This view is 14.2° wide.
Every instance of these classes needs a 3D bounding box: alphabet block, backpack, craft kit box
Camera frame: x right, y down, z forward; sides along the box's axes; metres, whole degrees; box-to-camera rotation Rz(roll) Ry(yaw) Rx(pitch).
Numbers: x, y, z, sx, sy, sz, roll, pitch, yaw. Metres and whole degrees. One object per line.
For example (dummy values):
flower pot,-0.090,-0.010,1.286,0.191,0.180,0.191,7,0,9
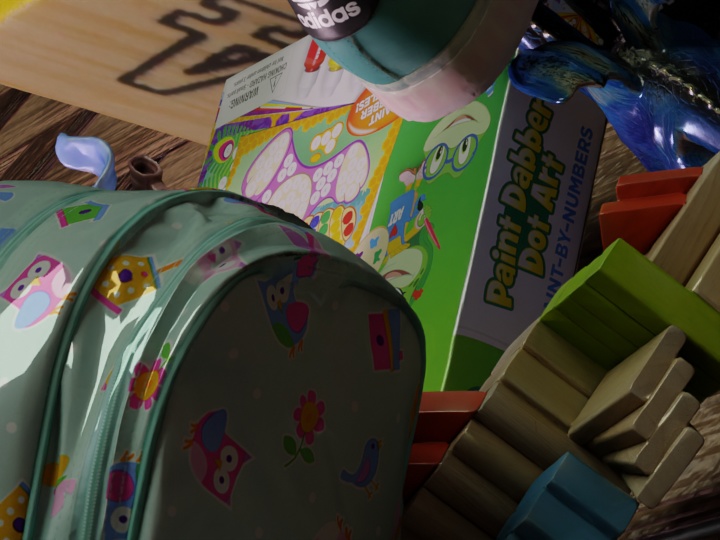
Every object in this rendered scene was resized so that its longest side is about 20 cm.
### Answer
alphabet block,-0.055,-0.178,1.300,0.196,0.200,0.196,-26,54,50
backpack,-0.063,0.078,0.718,0.126,0.167,0.200,7,85,27
craft kit box,0.000,0.000,0.964,0.200,0.048,0.198,-23,49,52

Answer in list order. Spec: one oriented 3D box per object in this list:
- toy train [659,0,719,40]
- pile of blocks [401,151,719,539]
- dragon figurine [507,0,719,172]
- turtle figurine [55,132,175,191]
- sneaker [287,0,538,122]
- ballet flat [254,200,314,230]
toy train,0.161,-0.132,0.965,0.200,0.087,0.114,-31,6,27
pile of blocks,0.043,0.044,0.749,0.200,0.062,0.082,-54,3,0
dragon figurine,0.081,-0.058,0.815,0.059,0.099,0.200,-50,14,1
turtle figurine,-0.145,0.051,1.082,0.194,0.144,0.200,95,-171,-75
sneaker,0.024,-0.146,0.834,0.071,0.080,0.200,-11,53,38
ballet flat,-0.034,0.067,0.858,0.066,0.057,0.200,-43,40,41
